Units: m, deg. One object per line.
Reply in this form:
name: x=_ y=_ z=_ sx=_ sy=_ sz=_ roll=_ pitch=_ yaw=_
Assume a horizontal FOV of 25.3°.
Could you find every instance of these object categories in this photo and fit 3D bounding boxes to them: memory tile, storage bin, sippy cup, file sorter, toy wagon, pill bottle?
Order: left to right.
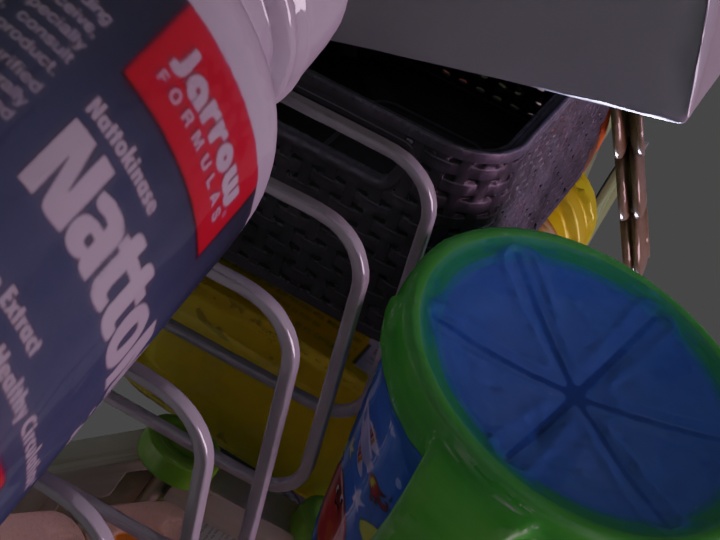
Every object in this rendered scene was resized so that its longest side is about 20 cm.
pill bottle: x=-0.088 y=-0.026 z=0.358 sx=0.200 sy=0.119 sz=0.120 roll=-54 pitch=165 yaw=-35
file sorter: x=-0.081 y=0.034 z=0.507 sx=0.200 sy=0.124 sz=0.139 roll=-48 pitch=161 yaw=-47
toy wagon: x=-0.059 y=0.148 z=0.660 sx=0.155 sy=0.200 sz=0.040 roll=-54 pitch=-165 yaw=25
storage bin: x=0.020 y=-0.073 z=0.654 sx=0.200 sy=0.135 sz=0.094 roll=-45 pitch=159 yaw=-53
sippy cup: x=0.049 y=0.077 z=0.557 sx=0.177 sy=0.140 sz=0.130 roll=5 pitch=136 yaw=-29
memory tile: x=0.143 y=-0.110 z=0.873 sx=0.153 sy=0.017 sz=0.200 roll=74 pitch=16 yaw=-50

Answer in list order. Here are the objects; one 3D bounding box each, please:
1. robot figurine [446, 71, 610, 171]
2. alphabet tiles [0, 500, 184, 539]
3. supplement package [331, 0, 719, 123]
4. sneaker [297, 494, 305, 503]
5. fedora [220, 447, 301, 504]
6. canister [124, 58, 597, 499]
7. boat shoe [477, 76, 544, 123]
robot figurine: x=0.073 y=-0.078 z=0.916 sx=0.200 sy=0.116 sz=0.144 roll=-50 pitch=129 yaw=-48
alphabet tiles: x=-0.070 y=0.173 z=0.538 sx=0.195 sy=0.200 sz=0.015 roll=2 pitch=148 yaw=-45
supplement package: x=0.087 y=-0.188 z=0.573 sx=0.200 sy=0.147 sz=0.192 roll=-46 pitch=145 yaw=-52
sneaker: x=-0.076 y=0.139 z=0.880 sx=0.091 sy=0.076 sz=0.200 roll=-28 pitch=141 yaw=-24
fedora: x=-0.090 y=0.167 z=0.761 sx=0.091 sy=0.201 sz=0.201 roll=-16 pitch=141 yaw=-31
canister: x=0.000 y=0.000 z=0.714 sx=0.200 sy=0.148 sz=0.087 roll=-45 pitch=161 yaw=-47
boat shoe: x=0.090 y=-0.125 z=0.800 sx=0.075 sy=0.062 sz=0.201 roll=166 pitch=-76 yaw=-71
